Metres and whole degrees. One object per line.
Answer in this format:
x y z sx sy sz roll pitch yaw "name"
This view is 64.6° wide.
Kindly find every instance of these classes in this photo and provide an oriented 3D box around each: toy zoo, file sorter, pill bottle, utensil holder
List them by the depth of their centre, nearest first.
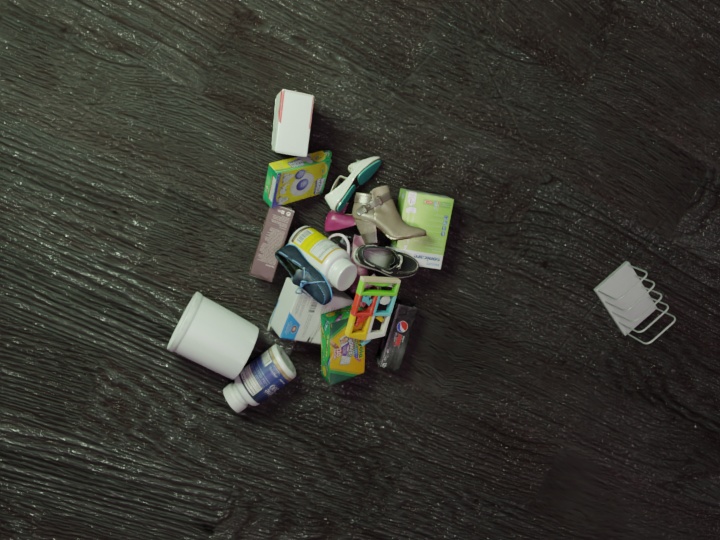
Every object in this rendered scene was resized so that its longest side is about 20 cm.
-0.102 -0.030 1.535 0.108 0.198 0.111 -33 142 -31 "pill bottle"
0.030 0.114 1.557 0.129 0.020 0.205 3 111 -35 "toy zoo"
-0.400 0.183 1.557 0.197 0.170 0.172 31 97 -17 "utensil holder"
-0.290 0.314 1.634 0.198 0.111 0.112 -36 106 0 "pill bottle"
0.858 0.103 1.775 0.138 0.125 0.201 -40 106 1 "file sorter"

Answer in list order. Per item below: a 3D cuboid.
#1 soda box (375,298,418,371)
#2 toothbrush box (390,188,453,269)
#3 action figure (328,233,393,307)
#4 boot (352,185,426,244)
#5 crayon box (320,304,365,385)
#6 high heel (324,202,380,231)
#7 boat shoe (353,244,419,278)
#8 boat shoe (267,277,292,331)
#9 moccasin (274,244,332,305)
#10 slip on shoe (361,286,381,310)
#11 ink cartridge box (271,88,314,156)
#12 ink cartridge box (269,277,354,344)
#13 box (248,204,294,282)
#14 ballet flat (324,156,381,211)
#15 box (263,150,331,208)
0.107 0.191 1.698 0.069 0.063 0.205 14 101 -13 "soda box"
0.171 -0.119 1.624 0.141 0.086 0.206 7 101 -10 "toothbrush box"
0.000 0.000 1.581 0.147 0.132 0.206 11 74 -46 "action figure"
0.076 -0.153 1.540 0.194 0.070 0.151 -7 90 -4 "boot"
-0.049 0.207 1.601 0.116 0.058 0.205 -15 119 -29 "crayon box"
-0.001 -0.121 1.604 0.196 0.067 0.098 23 89 1 "high heel"
0.078 -0.028 1.544 0.195 0.060 0.076 16 79 -20 "boat shoe"
-0.200 0.092 1.619 0.061 0.073 0.203 29 92 -11 "boat shoe"
-0.153 0.019 1.474 0.067 0.200 0.082 -19 143 -43 "moccasin"
0.006 0.111 1.661 0.060 0.074 0.203 25 103 -12 "slip on shoe"
-0.176 -0.372 1.448 0.081 0.200 0.149 5 103 -14 "ink cartridge box"
-0.133 0.118 1.592 0.197 0.084 0.149 15 103 -39 "ink cartridge box"
-0.242 -0.083 1.556 0.073 0.100 0.205 16 99 -12 "box"
-0.025 -0.252 1.568 0.069 0.069 0.201 44 79 -16 "ballet flat"
-0.155 -0.242 1.494 0.197 0.048 0.119 -25 150 -36 "box"
